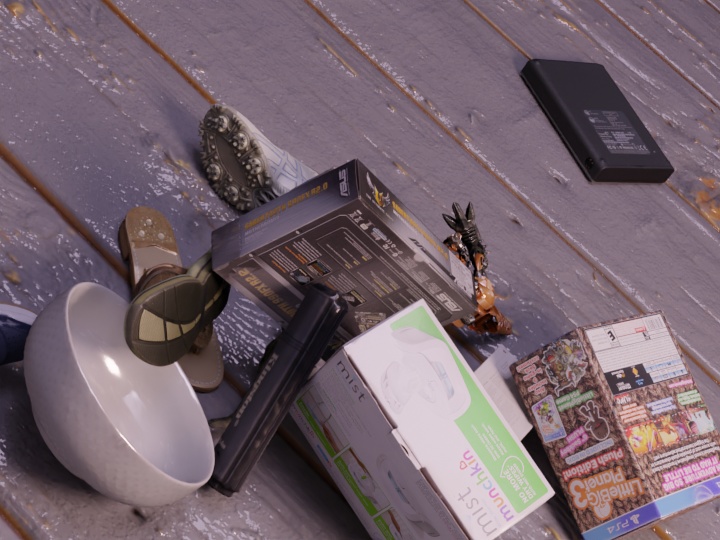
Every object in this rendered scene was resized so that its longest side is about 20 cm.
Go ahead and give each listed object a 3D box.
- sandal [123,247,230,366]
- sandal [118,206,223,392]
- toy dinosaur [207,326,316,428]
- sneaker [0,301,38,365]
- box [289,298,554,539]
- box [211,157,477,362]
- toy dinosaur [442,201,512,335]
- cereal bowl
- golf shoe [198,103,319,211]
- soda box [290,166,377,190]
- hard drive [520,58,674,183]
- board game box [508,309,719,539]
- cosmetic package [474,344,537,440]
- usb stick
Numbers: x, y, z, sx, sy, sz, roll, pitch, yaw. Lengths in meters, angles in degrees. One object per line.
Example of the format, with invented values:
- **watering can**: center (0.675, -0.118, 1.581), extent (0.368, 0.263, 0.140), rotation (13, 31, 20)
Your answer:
- **sandal**: center (-0.165, 0.027, 1.357), extent (0.057, 0.080, 0.201), rotation (16, 17, 10)
- **sandal**: center (-0.172, 0.009, 1.463), extent (0.077, 0.070, 0.212), rotation (1, 50, -35)
- **toy dinosaur**: center (-0.065, 0.107, 1.464), extent (0.088, 0.048, 0.200), rotation (32, 43, 2)
- **sneaker**: center (-0.345, 0.085, 1.259), extent (0.200, 0.070, 0.109), rotation (-1, 45, -27)
- **box**: center (0.044, 0.152, 1.345), extent (0.097, 0.176, 0.200), rotation (-30, 81, -28)
- **box**: center (-0.012, 0.001, 1.397), extent (0.200, 0.158, 0.048), rotation (42, 33, -41)
- **toy dinosaur**: center (0.096, 0.016, 1.621), extent (0.102, 0.200, 0.136), rotation (-20, 47, 0)
- **cereal bowl**: center (-0.211, 0.112, 1.288), extent (0.200, 0.083, 0.200), rotation (54, 12, -18)
- **golf shoe**: center (-0.090, -0.093, 1.634), extent (0.200, 0.078, 0.097), rotation (54, 35, 8)
- **soda box**: center (0.000, 0.000, 1.542), extent (0.068, 0.063, 0.200), rotation (-2, 72, -51)
- **hard drive**: center (0.312, -0.198, 2.054), extent (0.139, 0.033, 0.200), rotation (-2, 52, -37)
- **board game box**: center (0.266, 0.156, 1.556), extent (0.159, 0.097, 0.200), rotation (-7, 70, -47)
- **cosmetic package**: center (0.113, 0.156, 1.533), extent (0.083, 0.051, 0.200), rotation (45, 39, 6)
- **usb stick**: center (-0.074, 0.102, 1.351), extent (0.033, 0.200, 0.055), rotation (31, -1, -29)
